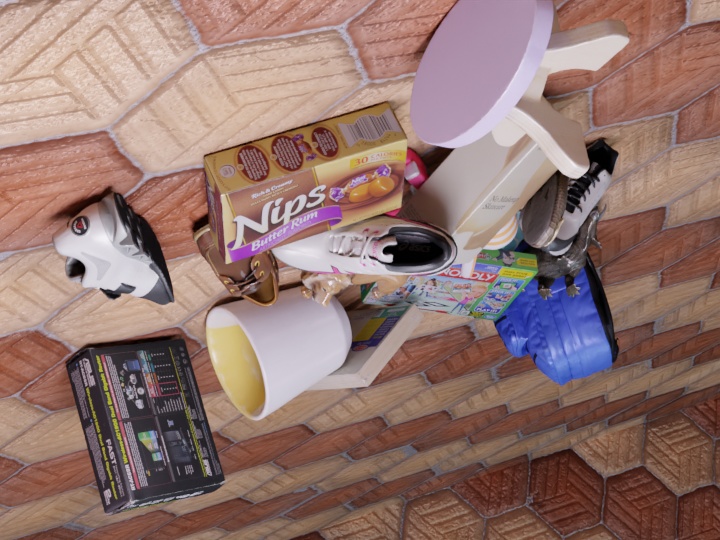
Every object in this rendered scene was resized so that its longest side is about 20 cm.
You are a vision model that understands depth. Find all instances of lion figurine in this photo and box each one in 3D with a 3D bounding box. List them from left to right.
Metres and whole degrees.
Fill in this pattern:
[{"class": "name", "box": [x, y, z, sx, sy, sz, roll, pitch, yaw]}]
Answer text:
[{"class": "lion figurine", "box": [0.000, 0.000, 1.756, 0.199, 0.073, 0.122, -9, 177, -39]}]

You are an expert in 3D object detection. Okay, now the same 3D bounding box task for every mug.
[{"class": "mug", "box": [-0.105, 0.088, 1.870, 0.152, 0.151, 0.186, -23, -162, -28]}]

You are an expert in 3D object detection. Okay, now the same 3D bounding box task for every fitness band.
[{"class": "fitness band", "box": [0.011, -0.080, 1.643, 0.143, 0.038, 0.200, -25, 161, 9]}]

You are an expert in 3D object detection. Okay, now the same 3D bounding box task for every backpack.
[{"class": "backpack", "box": [0.279, 0.066, 2.123, 0.167, 0.202, 0.162, -25, 163, 8]}]

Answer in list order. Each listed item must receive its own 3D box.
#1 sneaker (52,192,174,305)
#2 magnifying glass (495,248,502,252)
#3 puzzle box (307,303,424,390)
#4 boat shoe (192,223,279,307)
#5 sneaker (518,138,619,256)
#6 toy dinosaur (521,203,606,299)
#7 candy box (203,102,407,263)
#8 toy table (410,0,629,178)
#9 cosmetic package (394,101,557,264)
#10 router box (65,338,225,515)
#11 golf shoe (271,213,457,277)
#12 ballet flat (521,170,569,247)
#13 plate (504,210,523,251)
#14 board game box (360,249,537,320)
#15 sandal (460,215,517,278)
[{"class": "sneaker", "box": [-0.249, -0.011, 1.476, 0.088, 0.075, 0.200, -23, 153, 3]}, {"class": "magnifying glass", "box": [0.106, -0.023, 1.915, 0.199, 0.023, 0.079, -25, 136, 31]}, {"class": "puzzle box", "box": [-0.015, 0.104, 1.946, 0.133, 0.025, 0.199, -49, -159, -27]}, {"class": "boat shoe", "box": [-0.128, -0.009, 1.627, 0.071, 0.068, 0.200, -24, 162, 5]}, {"class": "sneaker", "box": [0.253, -0.094, 1.770, 0.080, 0.073, 0.200, -54, 180, 43]}, {"class": "toy dinosaur", "box": [0.260, -0.010, 2.023, 0.199, 0.077, 0.103, -28, -159, 29]}, {"class": "candy box", "box": [-0.055, -0.088, 1.473, 0.198, 0.057, 0.117, -19, 148, -16]}, {"class": "toy table", "box": [0.144, -0.177, 1.321, 0.116, 0.186, 0.200, 9, 161, -30]}, {"class": "cosmetic package", "box": [0.138, -0.097, 1.610, 0.105, 0.071, 0.200, -6, 144, -54]}, {"class": "router box", "box": [-0.266, 0.191, 1.817, 0.149, 0.202, 0.062, -3, 159, -45]}, {"class": "golf shoe", "box": [0.003, -0.032, 1.537, 0.198, 0.073, 0.092, 2, 180, -3]}, {"class": "ballet flat", "box": [0.218, -0.088, 1.654, 0.046, 0.201, 0.067, 34, 123, -15]}, {"class": "plate", "box": [0.150, -0.022, 2.000, 0.198, 0.026, 0.200, -21, 163, -7]}, {"class": "board game box", "box": [0.115, 0.011, 1.921, 0.198, 0.029, 0.135, 8, 148, -19]}, {"class": "sandal", "box": [0.160, -0.057, 1.770, 0.059, 0.080, 0.207, 9, 151, 3]}]
